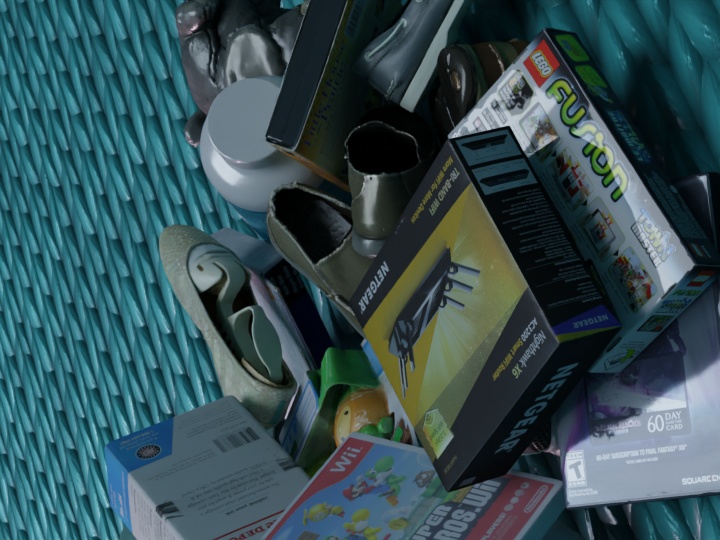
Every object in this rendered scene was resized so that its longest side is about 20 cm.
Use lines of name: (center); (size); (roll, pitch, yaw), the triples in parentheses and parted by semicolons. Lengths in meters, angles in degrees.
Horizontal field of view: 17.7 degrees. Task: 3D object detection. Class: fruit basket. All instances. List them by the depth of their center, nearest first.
fruit basket: (-0.003, 0.160, 1.749); (0.200, 0.093, 0.186); (-96, 23, -51)

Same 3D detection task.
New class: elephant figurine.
elephant figurine: (-0.063, -0.177, 1.951); (0.200, 0.141, 0.155); (28, 145, 47)

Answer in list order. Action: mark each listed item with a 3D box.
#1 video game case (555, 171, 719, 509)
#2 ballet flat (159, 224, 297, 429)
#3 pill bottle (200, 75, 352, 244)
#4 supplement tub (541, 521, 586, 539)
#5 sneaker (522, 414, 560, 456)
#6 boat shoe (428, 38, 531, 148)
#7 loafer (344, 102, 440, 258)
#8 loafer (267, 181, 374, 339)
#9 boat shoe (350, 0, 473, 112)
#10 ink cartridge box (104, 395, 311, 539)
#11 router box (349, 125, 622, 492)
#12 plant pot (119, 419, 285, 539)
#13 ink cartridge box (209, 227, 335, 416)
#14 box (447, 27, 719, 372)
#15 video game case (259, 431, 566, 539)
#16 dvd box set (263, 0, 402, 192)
video game case: (0.181, 0.048, 1.483); (0.143, 0.019, 0.201); (-12, 81, 43)
ballet flat: (-0.098, 0.032, 1.830); (0.062, 0.067, 0.200); (-53, 55, 43)
pill bottle: (-0.063, -0.088, 1.860); (0.200, 0.110, 0.111); (51, -153, -70)
supplement tub: (0.090, 0.273, 1.615); (0.200, 0.122, 0.123); (-58, 41, 40)
sneaker: (0.085, 0.096, 1.668); (0.200, 0.091, 0.078); (178, 90, -70)
boat shoe: (0.095, -0.113, 1.654); (0.200, 0.074, 0.076); (101, 152, -79)
loafer: (0.026, -0.080, 1.670); (0.200, 0.075, 0.070); (-92, -3, -63)
loafer: (0.000, 0.000, 1.714); (0.200, 0.070, 0.075); (33, 83, 25)
boat shoe: (0.057, -0.215, 1.664); (0.200, 0.062, 0.073); (-64, -4, 8)
ink cartridge box: (-0.092, 0.188, 1.706); (0.200, 0.116, 0.067); (44, 144, 42)
router box: (0.076, 0.028, 1.506); (0.158, 0.052, 0.200); (62, 148, 23)
plant pot: (-0.104, 0.244, 1.919); (0.201, 0.161, 0.201); (-23, -90, -82)
ink cartridge box: (-0.051, 0.067, 1.935); (0.200, 0.041, 0.200); (64, 164, -21)
box: (0.142, -0.046, 1.486); (0.110, 0.035, 0.200); (-47, 58, 32)
video game case: (0.028, 0.180, 1.574); (0.200, 0.143, 0.017); (9, 137, 43)
dvd box set: (-0.009, -0.142, 1.740); (0.200, 0.029, 0.147); (24, -97, -73)
